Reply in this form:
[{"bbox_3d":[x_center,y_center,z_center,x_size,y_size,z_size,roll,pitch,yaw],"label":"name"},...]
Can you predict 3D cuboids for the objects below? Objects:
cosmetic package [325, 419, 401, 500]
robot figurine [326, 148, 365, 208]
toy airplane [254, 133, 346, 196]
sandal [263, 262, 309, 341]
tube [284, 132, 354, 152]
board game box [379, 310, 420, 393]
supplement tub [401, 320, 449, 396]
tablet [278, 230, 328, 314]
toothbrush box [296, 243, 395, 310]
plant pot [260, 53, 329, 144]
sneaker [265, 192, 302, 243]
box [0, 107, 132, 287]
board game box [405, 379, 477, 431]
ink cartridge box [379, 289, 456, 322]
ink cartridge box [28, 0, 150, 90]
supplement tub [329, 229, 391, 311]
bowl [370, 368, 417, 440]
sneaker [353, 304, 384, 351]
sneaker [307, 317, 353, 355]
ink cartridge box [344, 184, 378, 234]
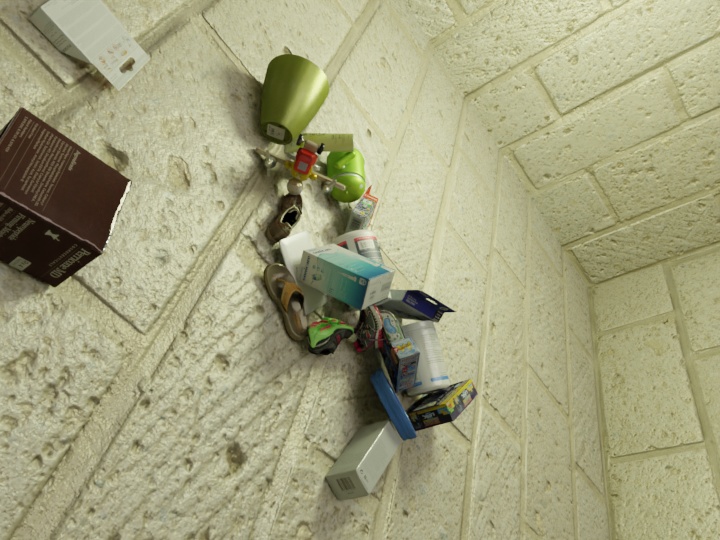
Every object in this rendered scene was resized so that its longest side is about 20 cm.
[{"bbox_3d":[0.011,0.452,1.399,0.074,0.101,0.200,62,34,-7],"label":"cosmetic package"},{"bbox_3d":[-0.044,-0.293,1.769,0.176,0.115,0.201,72,12,-61],"label":"robot figurine"},{"bbox_3d":[-0.162,-0.268,1.565,0.199,0.199,0.142,30,79,-55],"label":"toy airplane"},{"bbox_3d":[-0.167,0.072,1.408,0.080,0.054,0.201,-22,91,-41],"label":"sandal"},{"bbox_3d":[-0.117,-0.368,1.677,0.058,0.198,0.052,-88,178,-73],"label":"tube"},{"bbox_3d":[0.100,0.209,1.579,0.061,0.200,0.201,-16,69,-13],"label":"board game box"},{"bbox_3d":[0.180,0.262,1.730,0.132,0.131,0.201,10,63,-52],"label":"supplement tub"},{"bbox_3d":[-0.143,0.005,1.504,0.130,0.014,0.201,-29,106,-58],"label":"tablet"},{"bbox_3d":[-0.036,0.011,1.463,0.146,0.199,0.086,-19,128,-60],"label":"toothbrush box"},{"bbox_3d":[-0.203,-0.455,1.615,0.187,0.186,0.201,38,57,-36],"label":"plant pot"},{"bbox_3d":[-0.178,-0.147,1.524,0.070,0.075,0.201,48,38,-26],"label":"sneaker"},{"bbox_3d":[-0.516,-0.110,0.934,0.200,0.165,0.165,37,42,-36],"label":"box"},{"bbox_3d":[0.227,0.392,1.686,0.200,0.165,0.057,-20,87,-57],"label":"board game box"},{"bbox_3d":[0.148,0.104,1.724,0.199,0.199,0.041,30,69,-42],"label":"ink cartridge box"},{"bbox_3d":[-0.561,-0.487,1.224,0.200,0.057,0.163,54,33,-33],"label":"ink cartridge box"},{"bbox_3d":[0.000,0.000,1.627,0.140,0.140,0.201,1,70,-55],"label":"supplement tub"},{"bbox_3d":[0.084,0.354,1.532,0.202,0.039,0.201,61,-2,3],"label":"bowl"},{"bbox_3d":[0.016,0.146,1.540,0.081,0.074,0.201,-120,-163,-47],"label":"sneaker"},{"bbox_3d":[-0.082,0.170,1.483,0.200,0.076,0.084,0,109,-64],"label":"sneaker"},{"bbox_3d":[0.011,-0.170,1.774,0.050,0.109,0.200,24,38,6],"label":"ink cartridge box"}]
